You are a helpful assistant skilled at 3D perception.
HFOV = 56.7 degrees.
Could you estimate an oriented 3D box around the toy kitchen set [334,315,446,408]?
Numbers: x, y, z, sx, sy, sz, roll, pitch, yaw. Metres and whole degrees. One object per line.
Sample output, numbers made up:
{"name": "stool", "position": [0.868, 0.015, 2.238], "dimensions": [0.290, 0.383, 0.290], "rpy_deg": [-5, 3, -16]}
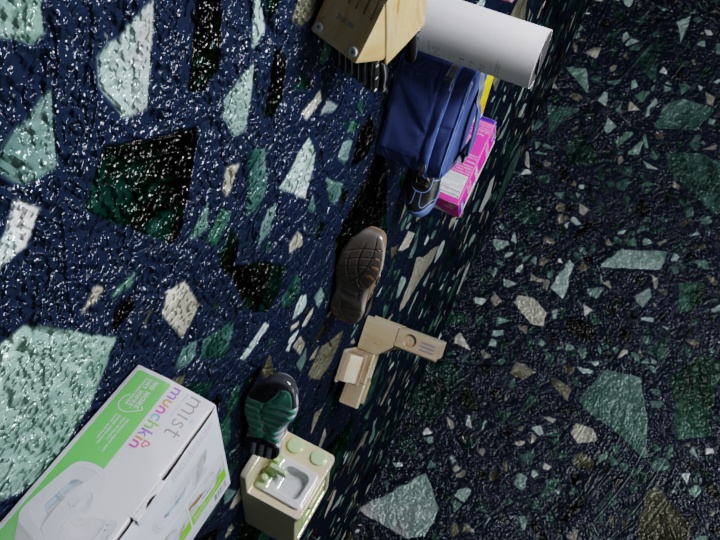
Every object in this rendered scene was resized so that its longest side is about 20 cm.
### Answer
{"name": "toy kitchen set", "position": [0.059, 0.219, 1.435], "dimensions": [0.163, 0.180, 0.200], "rpy_deg": [14, 95, -74]}

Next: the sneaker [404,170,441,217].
{"name": "sneaker", "position": [0.127, -0.203, 1.270], "dimensions": [0.078, 0.070, 0.201], "rpy_deg": [18, 89, -71]}

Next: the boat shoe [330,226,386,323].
{"name": "boat shoe", "position": [0.000, 0.000, 1.121], "dimensions": [0.072, 0.076, 0.200], "rpy_deg": [-56, 172, -49]}

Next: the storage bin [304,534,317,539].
{"name": "storage bin", "position": [-0.160, 0.767, 1.641], "dimensions": [0.134, 0.146, 0.200], "rpy_deg": [-17, 136, -35]}

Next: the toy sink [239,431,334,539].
{"name": "toy sink", "position": [-0.123, 0.368, 1.153], "dimensions": [0.130, 0.112, 0.200], "rpy_deg": [-55, 162, -39]}

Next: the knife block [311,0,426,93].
{"name": "knife block", "position": [0.034, -0.287, 0.718], "dimensions": [0.176, 0.064, 0.200], "rpy_deg": [-35, 161, -54]}

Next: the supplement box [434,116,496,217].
{"name": "supplement box", "position": [0.207, -0.232, 1.435], "dimensions": [0.200, 0.103, 0.101], "rpy_deg": [-64, 166, -5]}

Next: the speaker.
{"name": "speaker", "position": [0.151, -0.314, 0.898], "dimensions": [0.081, 0.200, 0.081], "rpy_deg": [-59, 164, -28]}

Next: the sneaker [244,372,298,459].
{"name": "sneaker", "position": [-0.128, 0.193, 0.983], "dimensions": [0.088, 0.074, 0.200], "rpy_deg": [-72, -177, -46]}

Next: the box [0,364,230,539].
{"name": "box", "position": [-0.217, 0.225, 0.619], "dimensions": [0.200, 0.097, 0.177], "rpy_deg": [-55, 161, -36]}

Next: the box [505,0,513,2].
{"name": "box", "position": [0.242, -0.551, 1.071], "dimensions": [0.200, 0.095, 0.100], "rpy_deg": [-63, 166, -13]}

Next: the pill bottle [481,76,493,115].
{"name": "pill bottle", "position": [0.168, -0.325, 1.128], "dimensions": [0.109, 0.109, 0.200], "rpy_deg": [-50, 158, -48]}

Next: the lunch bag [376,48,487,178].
{"name": "lunch bag", "position": [0.119, -0.239, 1.041], "dimensions": [0.136, 0.132, 0.200], "rpy_deg": [-45, 154, -55]}
